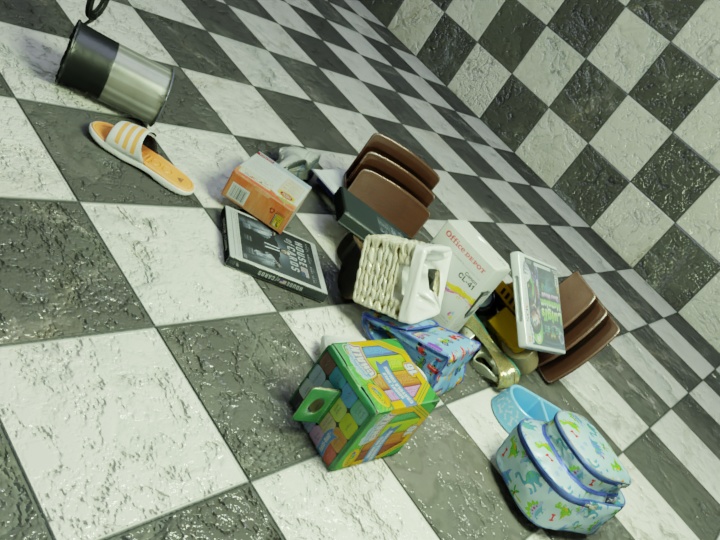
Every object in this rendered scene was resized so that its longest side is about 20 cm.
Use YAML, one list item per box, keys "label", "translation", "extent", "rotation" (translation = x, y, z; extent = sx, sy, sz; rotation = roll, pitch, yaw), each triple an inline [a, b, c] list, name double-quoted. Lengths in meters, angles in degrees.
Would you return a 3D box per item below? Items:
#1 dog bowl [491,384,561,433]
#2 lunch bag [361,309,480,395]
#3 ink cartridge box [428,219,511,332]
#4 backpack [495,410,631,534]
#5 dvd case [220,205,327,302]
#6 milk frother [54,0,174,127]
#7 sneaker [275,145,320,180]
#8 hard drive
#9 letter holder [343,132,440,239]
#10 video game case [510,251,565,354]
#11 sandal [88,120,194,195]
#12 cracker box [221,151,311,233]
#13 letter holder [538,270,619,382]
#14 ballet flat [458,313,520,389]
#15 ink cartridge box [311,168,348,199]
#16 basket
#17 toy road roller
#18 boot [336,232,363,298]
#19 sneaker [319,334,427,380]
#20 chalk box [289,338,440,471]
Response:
- label: "dog bowl"
  translation: [0.344, 0.292, 1.368]
  extent: [0.197, 0.050, 0.112]
  rotation: [30, 27, -17]
- label: "lunch bag"
  translation: [0.095, 0.129, 1.287]
  extent: [0.198, 0.096, 0.149]
  rotation: [34, 20, 25]
- label: "ink cartridge box"
  translation: [0.178, 0.021, 1.413]
  extent: [0.148, 0.202, 0.085]
  rotation: [47, 27, 22]
- label: "backpack"
  translation: [0.335, 0.329, 1.184]
  extent: [0.196, 0.149, 0.185]
  rotation: [15, 31, -35]
- label: "dvd case"
  translation: [-0.155, -0.029, 1.260]
  extent: [0.196, 0.025, 0.152]
  rotation: [22, 30, -29]
- label: "milk frother"
  translation: [-0.436, -0.410, 1.306]
  extent: [0.185, 0.202, 0.182]
  rotation: [22, 25, -30]
- label: "sneaker"
  translation: [-0.154, -0.231, 1.556]
  extent: [0.085, 0.076, 0.200]
  rotation: [26, 18, 4]
- label: "hard drive"
  translation: [0.030, -0.087, 1.484]
  extent: [0.198, 0.033, 0.141]
  rotation: [35, 20, -21]
- label: "letter holder"
  translation: [0.079, -0.196, 1.607]
  extent: [0.197, 0.143, 0.102]
  rotation: [31, 27, -20]
- label: "video game case"
  translation: [0.362, 0.070, 1.432]
  extent: [0.198, 0.023, 0.188]
  rotation: [15, 69, -52]
- label: "sandal"
  translation: [-0.369, -0.213, 1.233]
  extent: [0.204, 0.060, 0.080]
  rotation: [33, 26, -12]
- label: "cracker box"
  translation: [-0.177, -0.155, 1.370]
  extent: [0.132, 0.058, 0.201]
  rotation: [34, 20, -5]
- label: "letter holder"
  translation: [0.447, 0.131, 1.553]
  extent: [0.100, 0.199, 0.144]
  rotation: [35, 20, -50]
- label: "ballet flat"
  translation: [0.244, 0.161, 1.444]
  extent: [0.070, 0.071, 0.201]
  rotation: [6, 39, -48]
- label: "ink cartridge box"
  translation: [-0.011, -0.154, 1.633]
  extent: [0.198, 0.047, 0.198]
  rotation: [49, 29, 15]
- label: "basket"
  translation: [0.079, 0.010, 1.297]
  extent: [0.120, 0.140, 0.199]
  rotation: [14, 7, 21]
- label: "toy road roller"
  translation: [0.331, 0.100, 1.496]
  extent: [0.202, 0.144, 0.124]
  rotation: [55, -4, 36]
- label: "boot"
  translation: [0.000, 0.000, 1.372]
  extent: [0.075, 0.074, 0.202]
  rotation: [39, 22, -21]
- label: "sneaker"
  translation: [0.022, 0.149, 1.160]
  extent: [0.196, 0.076, 0.089]
  rotation: [25, 16, -24]
- label: "chalk box"
  translation: [-0.007, 0.186, 0.991]
  extent: [0.197, 0.126, 0.125]
  rotation: [1, 43, -50]
